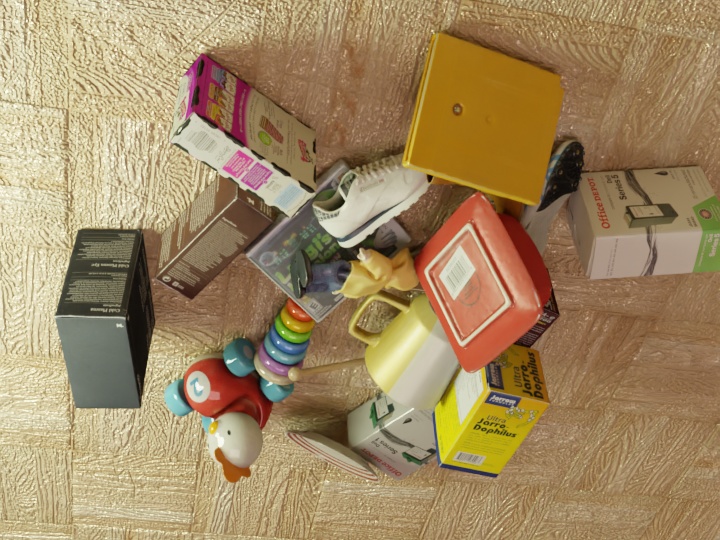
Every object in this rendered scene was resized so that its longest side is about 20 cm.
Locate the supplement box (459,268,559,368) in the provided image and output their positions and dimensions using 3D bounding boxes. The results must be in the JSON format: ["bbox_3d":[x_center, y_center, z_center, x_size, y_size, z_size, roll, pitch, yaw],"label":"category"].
[{"bbox_3d":[0.234,0.089,1.540,0.060,0.110,0.201,19,130,-20],"label":"supplement box"}]

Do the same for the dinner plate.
[{"bbox_3d":[-0.048,0.334,1.738,0.197,0.025,0.201,26,164,8],"label":"dinner plate"}]

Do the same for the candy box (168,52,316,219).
[{"bbox_3d":[-0.150,-0.176,1.250,0.198,0.138,0.061,32,126,-28],"label":"candy box"}]

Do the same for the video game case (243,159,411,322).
[{"bbox_3d":[-0.046,-0.039,1.421,0.199,0.023,0.182,-41,125,7],"label":"video game case"}]

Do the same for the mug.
[{"bbox_3d":[0.092,0.115,1.525,0.184,0.151,0.154,10,129,-35],"label":"mug"}]

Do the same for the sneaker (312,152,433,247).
[{"bbox_3d":[0.026,-0.120,1.343,0.199,0.077,0.081,-39,117,6],"label":"sneaker"}]

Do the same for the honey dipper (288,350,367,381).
[{"bbox_3d":[-0.031,0.156,1.583,0.196,0.038,0.038,-5,137,-30],"label":"honey dipper"}]

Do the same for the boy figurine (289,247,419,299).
[{"bbox_3d":[0.000,0.000,1.402,0.195,0.066,0.125,-5,154,-20],"label":"boy figurine"}]

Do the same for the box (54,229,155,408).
[{"bbox_3d":[-0.379,0.073,1.429,0.101,0.184,0.203,0,133,-4],"label":"box"}]

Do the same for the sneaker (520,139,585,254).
[{"bbox_3d":[0.264,-0.105,1.399,0.071,0.073,0.203,2,123,-38],"label":"sneaker"}]

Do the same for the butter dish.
[{"bbox_3d":[0.199,0.011,1.355,0.146,0.202,0.200,-12,156,-36],"label":"butter dish"}]

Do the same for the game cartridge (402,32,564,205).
[{"bbox_3d":[0.166,-0.197,1.256,0.196,0.032,0.180,15,87,-18],"label":"game cartridge"}]

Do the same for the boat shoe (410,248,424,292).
[{"bbox_3d":[0.148,0.009,1.484,0.195,0.073,0.077,-5,133,0],"label":"boat shoe"}]

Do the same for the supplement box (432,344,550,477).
[{"bbox_3d":[0.203,0.220,1.509,0.107,0.110,0.202,13,132,-15],"label":"supplement box"}]

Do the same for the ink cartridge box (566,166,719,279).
[{"bbox_3d":[0.414,-0.071,1.381,0.195,0.147,0.085,-4,133,-2],"label":"ink cartridge box"}]

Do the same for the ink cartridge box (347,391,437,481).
[{"bbox_3d":[0.092,0.280,1.720,0.199,0.085,0.145,-36,125,26],"label":"ink cartridge box"}]

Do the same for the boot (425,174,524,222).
[{"bbox_3d":[0.158,-0.135,1.334,0.141,0.071,0.205,-15,123,-17],"label":"boot"}]

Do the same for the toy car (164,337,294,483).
[{"bbox_3d":[-0.223,0.256,1.596,0.183,0.202,0.176,-33,127,24],"label":"toy car"}]

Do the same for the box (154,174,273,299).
[{"bbox_3d":[-0.211,-0.062,1.376,0.074,0.101,0.199,31,125,-29],"label":"box"}]

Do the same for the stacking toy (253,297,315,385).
[{"bbox_3d":[-0.104,0.089,1.540,0.084,0.086,0.202,16,125,-18],"label":"stacking toy"}]
